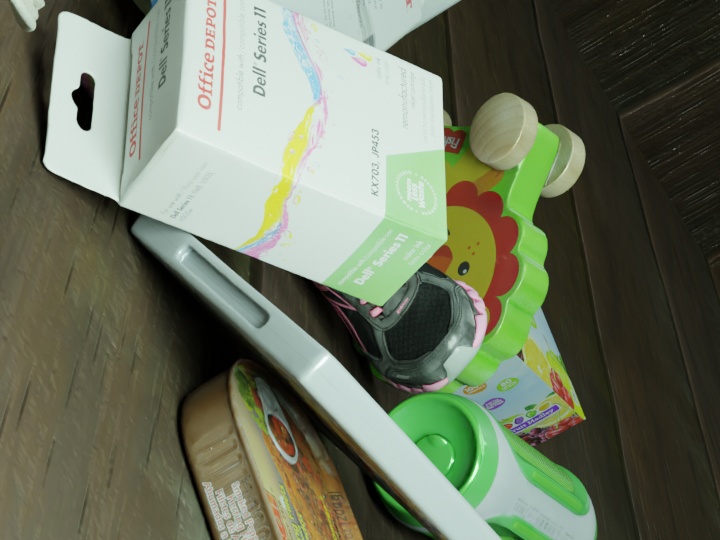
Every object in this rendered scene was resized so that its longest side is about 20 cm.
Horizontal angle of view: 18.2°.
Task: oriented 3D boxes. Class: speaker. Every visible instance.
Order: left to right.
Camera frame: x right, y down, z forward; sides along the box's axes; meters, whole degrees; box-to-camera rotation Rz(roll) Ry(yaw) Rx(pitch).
[{"bbox_3d":[0.078,0.137,1.368,0.200,0.088,0.089,38,26,-58],"label":"speaker"}]

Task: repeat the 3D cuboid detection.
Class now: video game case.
[{"bbox_3d":[-0.018,0.065,1.148,0.182,0.023,0.200,38,-8,49],"label":"video game case"}]

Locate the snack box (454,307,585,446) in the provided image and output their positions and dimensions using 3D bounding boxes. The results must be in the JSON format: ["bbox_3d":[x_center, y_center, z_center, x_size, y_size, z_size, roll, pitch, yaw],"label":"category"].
[{"bbox_3d":[0.074,0.019,1.628,0.200,0.067,0.170,44,22,-53],"label":"snack box"}]

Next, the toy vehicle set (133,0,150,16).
[{"bbox_3d":[-0.145,-0.220,1.399,0.200,0.026,0.125,50,18,-39],"label":"toy vehicle set"}]

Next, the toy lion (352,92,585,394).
[{"bbox_3d":[0.046,-0.019,1.433,0.068,0.193,0.199,28,-8,-41],"label":"toy lion"}]

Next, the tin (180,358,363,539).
[{"bbox_3d":[-0.032,0.136,1.077,0.112,0.042,0.201,46,19,-58],"label":"tin"}]

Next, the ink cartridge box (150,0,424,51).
[{"bbox_3d":[-0.044,-0.186,1.342,0.200,0.083,0.146,-44,132,-54],"label":"ink cartridge box"}]

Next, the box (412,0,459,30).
[{"bbox_3d":[0.012,-0.249,1.819,0.098,0.124,0.200,57,14,-13],"label":"box"}]

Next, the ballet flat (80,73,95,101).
[{"bbox_3d":[-0.069,-0.066,1.231,0.199,0.072,0.069,11,16,-29],"label":"ballet flat"}]

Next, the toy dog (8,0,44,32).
[{"bbox_3d":[-0.213,-0.150,0.939,0.133,0.096,0.200,59,-1,5],"label":"toy dog"}]

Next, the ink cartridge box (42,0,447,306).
[{"bbox_3d":[-0.055,-0.075,1.140,0.199,0.067,0.118,21,47,-26],"label":"ink cartridge box"}]

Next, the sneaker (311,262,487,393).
[{"bbox_3d":[0.000,0.000,1.353,0.095,0.079,0.200,38,4,-40],"label":"sneaker"}]
